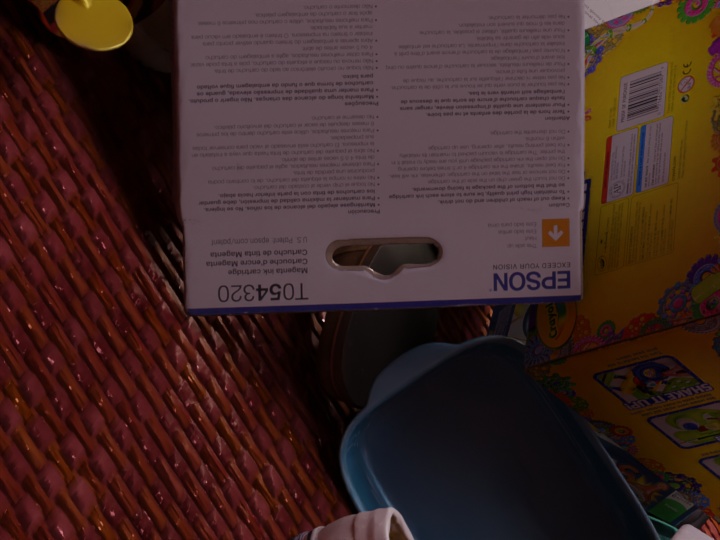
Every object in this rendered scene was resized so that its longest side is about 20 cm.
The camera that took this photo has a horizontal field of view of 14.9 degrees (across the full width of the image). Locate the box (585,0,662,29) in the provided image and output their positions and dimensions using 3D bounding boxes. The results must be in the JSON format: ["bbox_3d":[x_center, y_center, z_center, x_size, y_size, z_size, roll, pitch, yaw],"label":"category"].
[{"bbox_3d":[0.101,-0.105,1.487,0.156,0.041,0.200,39,50,-18],"label":"box"}]

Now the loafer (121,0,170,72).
[{"bbox_3d":[-0.112,-0.198,1.412,0.076,0.068,0.201,18,47,-63],"label":"loafer"}]

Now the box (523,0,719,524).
[{"bbox_3d":[0.193,-0.005,1.402,0.192,0.122,0.201,38,48,-38],"label":"box"}]

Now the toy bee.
[{"bbox_3d":[-0.156,-0.164,1.242,0.131,0.108,0.200,50,-13,45],"label":"toy bee"}]

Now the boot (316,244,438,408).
[{"bbox_3d":[0.000,0.000,1.452,0.200,0.075,0.074,-70,148,-46],"label":"boot"}]

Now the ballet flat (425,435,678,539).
[{"bbox_3d":[0.079,0.128,1.445,0.199,0.071,0.071,28,28,-10],"label":"ballet flat"}]

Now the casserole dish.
[{"bbox_3d":[0.071,0.120,1.388,0.200,0.121,0.039,56,2,-13],"label":"casserole dish"}]

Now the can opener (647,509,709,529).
[{"bbox_3d":[0.187,0.120,1.654,0.067,0.053,0.200,31,16,11],"label":"can opener"}]

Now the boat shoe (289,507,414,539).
[{"bbox_3d":[0.048,0.191,1.264,0.202,0.086,0.075,60,20,-13],"label":"boat shoe"}]

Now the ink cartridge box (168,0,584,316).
[{"bbox_3d":[0.008,-0.083,1.309,0.043,0.195,0.201,-127,-144,-77],"label":"ink cartridge box"}]

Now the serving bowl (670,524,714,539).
[{"bbox_3d":[0.145,0.226,1.310,0.066,0.201,0.200,23,13,14],"label":"serving bowl"}]

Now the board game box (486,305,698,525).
[{"bbox_3d":[0.142,0.023,1.500,0.135,0.034,0.201,27,52,-14],"label":"board game box"}]
